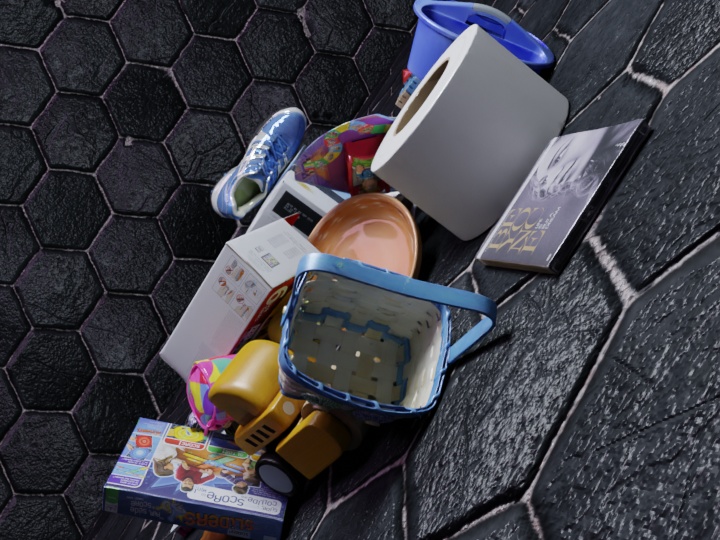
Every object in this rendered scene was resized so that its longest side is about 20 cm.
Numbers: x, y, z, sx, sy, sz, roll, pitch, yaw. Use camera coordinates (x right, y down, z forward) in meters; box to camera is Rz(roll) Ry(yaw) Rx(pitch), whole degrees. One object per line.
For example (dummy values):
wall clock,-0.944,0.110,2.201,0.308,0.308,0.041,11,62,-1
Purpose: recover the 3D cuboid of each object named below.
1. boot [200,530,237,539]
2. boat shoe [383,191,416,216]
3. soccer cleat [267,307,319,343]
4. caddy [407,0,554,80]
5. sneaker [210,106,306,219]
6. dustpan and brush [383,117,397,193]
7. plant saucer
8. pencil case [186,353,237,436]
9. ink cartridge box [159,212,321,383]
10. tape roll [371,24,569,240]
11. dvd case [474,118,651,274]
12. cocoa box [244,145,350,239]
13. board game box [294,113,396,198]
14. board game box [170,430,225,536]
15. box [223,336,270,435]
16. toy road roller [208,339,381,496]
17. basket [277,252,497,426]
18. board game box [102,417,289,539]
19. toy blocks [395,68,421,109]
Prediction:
boot,-0.164,0.310,1.222,0.202,0.068,0.189,-60,16,16
boat shoe,0.043,-0.044,1.279,0.069,0.071,0.202,-25,36,30
soccer cleat,-0.033,0.041,1.112,0.197,0.084,0.066,-14,58,25
caddy,0.155,-0.295,1.237,0.142,0.197,0.106,-69,1,-59
sneaker,-0.142,-0.155,1.412,0.201,0.075,0.077,-55,30,0
dustpan and brush,0.075,-0.171,1.405,0.199,0.056,0.142,-32,-52,-52
plant saucer,0.000,0.000,1.200,0.198,0.037,0.203,-19,58,34
pencil case,-0.115,0.141,1.144,0.197,0.090,0.088,-9,-20,-35
ink cartridge box,-0.139,0.040,1.205,0.201,0.084,0.175,-54,-12,30
tape roll,0.122,-0.157,1.079,0.204,0.138,0.203,-52,11,15
dvd case,0.179,-0.067,0.874,0.150,0.016,0.200,-57,10,-4
cocoa box,-0.053,-0.061,1.411,0.134,0.199,0.132,-49,11,31
board game box,0.015,-0.131,1.222,0.157,0.198,0.040,-35,61,35
board game box,-0.217,0.308,1.507,0.200,0.026,0.201,-47,14,40
box,-0.143,0.175,1.280,0.110,0.035,0.201,-46,-17,-19
toy road roller,-0.073,0.136,1.008,0.200,0.146,0.123,-42,10,48
basket,0.012,0.057,0.850,0.201,0.173,0.141,116,167,-55
board game box,-0.175,0.235,1.067,0.136,0.196,0.035,-78,-1,-66
toy blocks,0.113,-0.236,1.374,0.100,0.136,0.201,-48,13,32
